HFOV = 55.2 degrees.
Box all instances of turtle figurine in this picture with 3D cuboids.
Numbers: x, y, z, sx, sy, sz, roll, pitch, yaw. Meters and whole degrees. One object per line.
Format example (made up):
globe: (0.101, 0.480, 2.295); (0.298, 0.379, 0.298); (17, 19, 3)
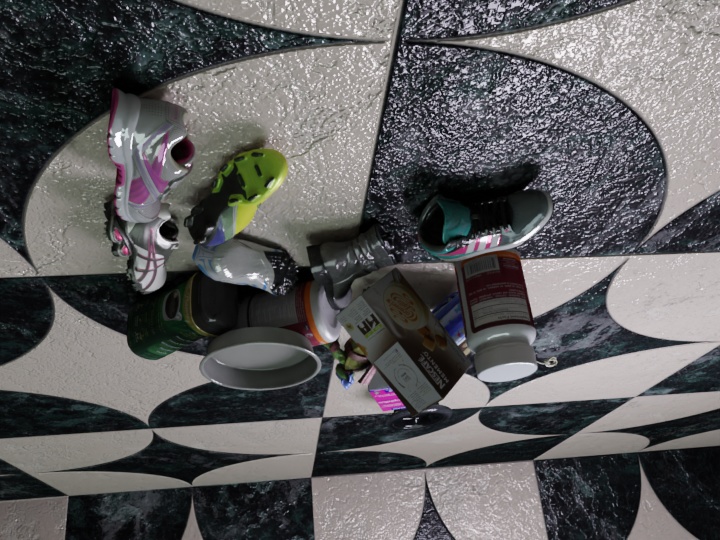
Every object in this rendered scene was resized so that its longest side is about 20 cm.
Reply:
turtle figurine: (-0.009, 0.096, 1.273); (0.143, 0.201, 0.195); (27, 124, -14)

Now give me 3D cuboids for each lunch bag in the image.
lunch bag: (0.131, 0.128, 1.250); (0.200, 0.083, 0.161); (-40, 173, -22)

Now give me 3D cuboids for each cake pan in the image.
cake pan: (-0.164, 0.145, 1.132); (0.197, 0.037, 0.201); (-3, 150, -2)

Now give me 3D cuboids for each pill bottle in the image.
pill bottle: (0.221, 0.070, 1.119); (0.113, 0.202, 0.114); (-4, 155, -2)
pill bottle: (-0.142, 0.088, 1.185); (0.198, 0.111, 0.110); (-14, 153, 16)

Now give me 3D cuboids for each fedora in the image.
fedora: (0.147, 0.353, 1.811); (0.198, 0.093, 0.201); (-5, 154, -2)

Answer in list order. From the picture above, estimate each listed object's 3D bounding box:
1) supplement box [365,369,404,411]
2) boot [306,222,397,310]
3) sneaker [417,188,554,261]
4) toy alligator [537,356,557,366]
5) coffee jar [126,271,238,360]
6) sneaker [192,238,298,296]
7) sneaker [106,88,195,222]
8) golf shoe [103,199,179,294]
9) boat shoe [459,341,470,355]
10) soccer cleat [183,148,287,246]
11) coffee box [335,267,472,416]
supplement box: (0.077, 0.243, 1.562); (0.100, 0.105, 0.200); (-10, 156, 8)
boot: (0.000, 0.000, 1.092); (0.130, 0.071, 0.200); (-17, 160, 4)
sneaker: (0.158, -0.072, 0.960); (0.199, 0.085, 0.120); (-23, 159, 34)
toy alligator: (0.360, 0.209, 1.613); (0.197, 0.060, 0.054); (-1, -164, -14)
coffee jar: (-0.290, 0.073, 1.130); (0.198, 0.105, 0.085); (-21, 150, 30)
sneaker: (-0.168, -0.009, 1.047); (0.072, 0.073, 0.199); (20, 180, 37)
sneaker: (-0.232, -0.117, 0.778); (0.087, 0.082, 0.200); (3, 154, -13)
golf shoe: (-0.290, -0.028, 0.961); (0.087, 0.078, 0.201); (-10, 155, -7)
boat shoe: (0.210, 0.122, 1.397); (0.072, 0.073, 0.200); (31, 158, -5)
soccer cleat: (-0.151, -0.097, 0.882); (0.200, 0.065, 0.083); (-35, 172, 38)
coffee box: (0.070, 0.112, 1.092); (0.080, 0.201, 0.114); (-41, 175, 42)
